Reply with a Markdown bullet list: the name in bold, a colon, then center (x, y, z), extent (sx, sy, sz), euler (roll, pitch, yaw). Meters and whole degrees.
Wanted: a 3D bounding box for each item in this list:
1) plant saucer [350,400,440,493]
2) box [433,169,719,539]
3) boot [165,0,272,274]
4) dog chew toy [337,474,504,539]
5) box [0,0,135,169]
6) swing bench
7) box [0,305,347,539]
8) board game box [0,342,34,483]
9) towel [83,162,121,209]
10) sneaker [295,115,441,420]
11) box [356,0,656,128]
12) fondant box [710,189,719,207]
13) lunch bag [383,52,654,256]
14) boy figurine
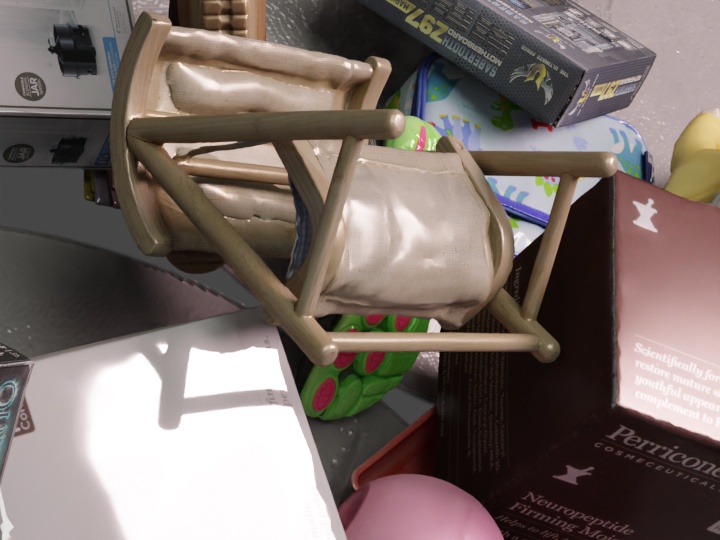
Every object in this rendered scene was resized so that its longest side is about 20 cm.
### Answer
- **plant saucer**: center (0.106, 0.166, 1.206), extent (0.200, 0.037, 0.200), euler (50, 48, 5)
- **box**: center (0.160, 0.078, 1.139), extent (0.166, 0.200, 0.164), euler (20, 52, -20)
- **boot**: center (-0.091, -0.115, 1.184), extent (0.072, 0.200, 0.166), euler (5, 22, -9)
- **dog chew toy**: center (0.063, 0.205, 1.070), extent (0.200, 0.125, 0.125), euler (38, 48, -7)
- **box**: center (-0.233, -0.124, 1.135), extent (0.200, 0.060, 0.117), euler (1, 61, -25)
- **swing bench**: center (-0.006, -0.043, 1.036), extent (0.200, 0.130, 0.199), euler (26, 15, 40)
- **box**: center (-0.125, 0.142, 0.973), extent (0.200, 0.131, 0.199), euler (-13, 82, -42)
- **board game box**: center (-0.230, 0.109, 0.888), extent (0.135, 0.200, 0.028), euler (25, 15, 30)
- **towel**: center (-0.090, -0.088, 1.248), extent (0.200, 0.023, 0.144), euler (8, 57, -30)
- **sneaker**: center (0.000, 0.000, 1.208), extent (0.077, 0.084, 0.200), euler (31, 71, -43)
- **box**: center (0.093, -0.176, 1.333), extent (0.200, 0.051, 0.158), euler (34, 22, 16)
- **fondant box**: center (0.289, -0.022, 1.309), extent (0.058, 0.200, 0.144), euler (43, 17, 32)
- **lunch bag**: center (0.108, -0.048, 1.316), extent (0.200, 0.082, 0.161), euler (22, 54, -19)
- **boy figurine**: center (0.266, -0.061, 1.387), extent (0.200, 0.064, 0.125), euler (4, 69, -62)
